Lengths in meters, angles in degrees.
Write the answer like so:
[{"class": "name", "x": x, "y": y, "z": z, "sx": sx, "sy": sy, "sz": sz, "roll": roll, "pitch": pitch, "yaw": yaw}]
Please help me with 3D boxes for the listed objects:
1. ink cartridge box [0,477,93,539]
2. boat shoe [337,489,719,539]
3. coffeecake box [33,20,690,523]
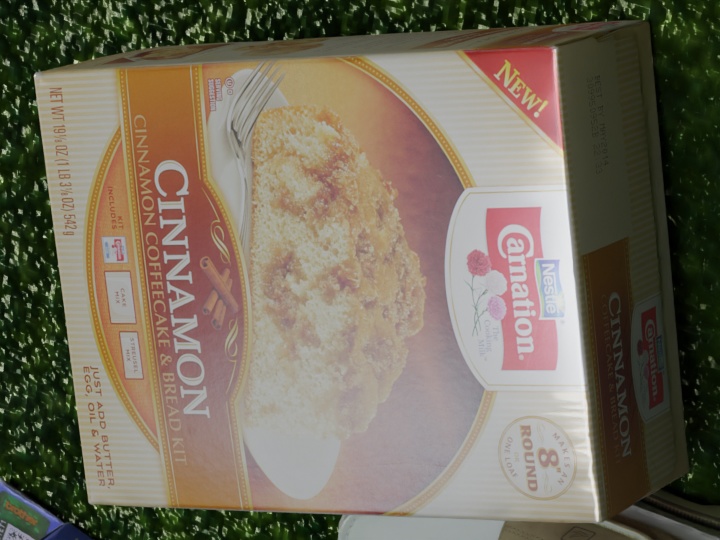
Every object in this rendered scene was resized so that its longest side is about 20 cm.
[{"class": "ink cartridge box", "x": -0.088, "y": 0.183, "z": 1.157, "sx": 0.200, "sy": 0.042, "sz": 0.119, "roll": 35, "pitch": 123, "yaw": 16}, {"class": "boat shoe", "x": 0.074, "y": 0.108, "z": 1.011, "sx": 0.200, "sy": 0.068, "sz": 0.075, "roll": 6, "pitch": 112, "yaw": 29}, {"class": "coffeecake box", "x": 0.000, "y": 0.000, "z": 0.998, "sx": 0.200, "sy": 0.073, "sz": 0.154, "roll": -1, "pitch": 100, "yaw": 31}]
